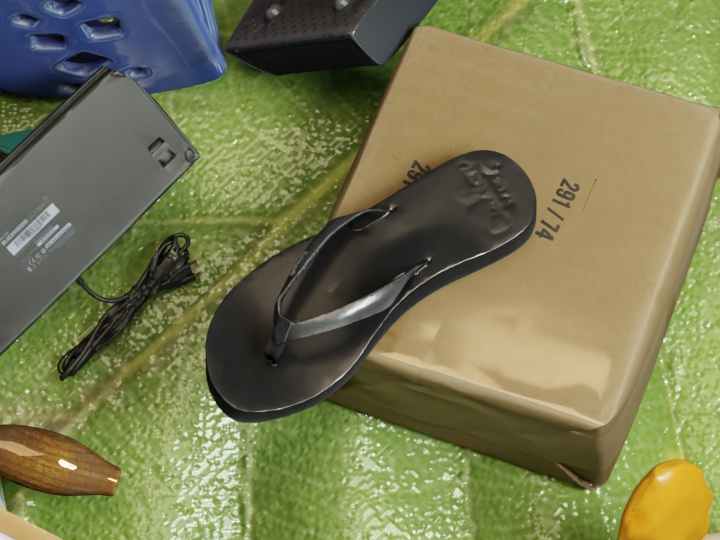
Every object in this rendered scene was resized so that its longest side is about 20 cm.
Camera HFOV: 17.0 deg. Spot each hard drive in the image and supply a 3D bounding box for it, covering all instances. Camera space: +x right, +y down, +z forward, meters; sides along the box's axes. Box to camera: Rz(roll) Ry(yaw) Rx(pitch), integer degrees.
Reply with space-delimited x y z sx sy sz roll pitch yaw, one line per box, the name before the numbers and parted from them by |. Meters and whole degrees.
hard drive | 0.016 -0.194 1.378 0.135 0.042 0.200 0 51 51

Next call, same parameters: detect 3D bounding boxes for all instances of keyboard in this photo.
keyboard | -0.167 -0.006 1.325 0.200 0.021 0.127 -45 112 -11

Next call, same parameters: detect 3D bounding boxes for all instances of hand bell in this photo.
hand bell | -0.221 0.081 1.251 0.199 0.104 0.105 16 68 -10

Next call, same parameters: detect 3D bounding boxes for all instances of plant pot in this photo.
plant pot | -0.199 -0.206 1.355 0.179 0.200 0.201 -17 67 3

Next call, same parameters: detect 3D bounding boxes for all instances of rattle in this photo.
rattle | 0.196 0.208 1.190 0.130 0.143 0.201 -4 59 -19

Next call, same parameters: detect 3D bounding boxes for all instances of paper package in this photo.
paper package | 0.080 -0.010 1.303 0.190 0.104 0.201 17 70 12

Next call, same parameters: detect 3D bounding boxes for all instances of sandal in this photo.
sandal | 0.000 -0.001 1.226 0.200 0.043 0.076 -37 69 -11

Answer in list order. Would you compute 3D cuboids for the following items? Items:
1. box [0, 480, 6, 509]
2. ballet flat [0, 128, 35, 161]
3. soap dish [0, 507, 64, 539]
box | -0.284 0.164 1.280 0.199 0.048 0.122 -14 67 -4
ballet flat | -0.205 -0.042 1.347 0.199 0.074 0.074 -10 65 -25
soap dish | -0.185 0.201 1.201 0.199 0.081 0.158 28 89 -4
